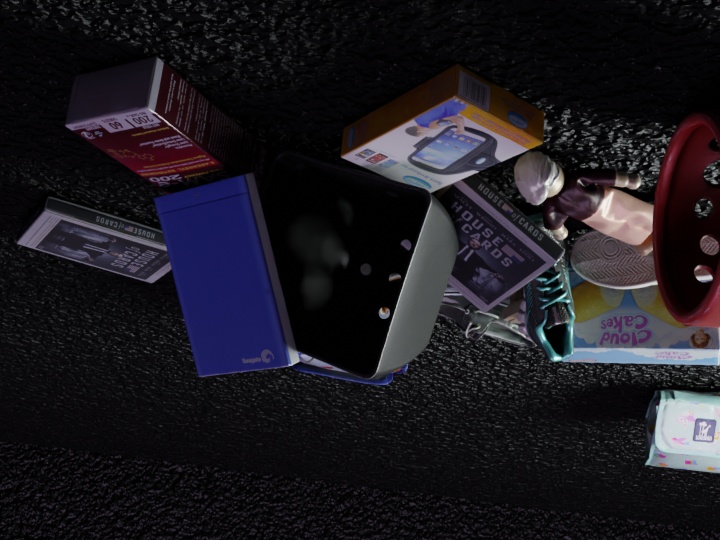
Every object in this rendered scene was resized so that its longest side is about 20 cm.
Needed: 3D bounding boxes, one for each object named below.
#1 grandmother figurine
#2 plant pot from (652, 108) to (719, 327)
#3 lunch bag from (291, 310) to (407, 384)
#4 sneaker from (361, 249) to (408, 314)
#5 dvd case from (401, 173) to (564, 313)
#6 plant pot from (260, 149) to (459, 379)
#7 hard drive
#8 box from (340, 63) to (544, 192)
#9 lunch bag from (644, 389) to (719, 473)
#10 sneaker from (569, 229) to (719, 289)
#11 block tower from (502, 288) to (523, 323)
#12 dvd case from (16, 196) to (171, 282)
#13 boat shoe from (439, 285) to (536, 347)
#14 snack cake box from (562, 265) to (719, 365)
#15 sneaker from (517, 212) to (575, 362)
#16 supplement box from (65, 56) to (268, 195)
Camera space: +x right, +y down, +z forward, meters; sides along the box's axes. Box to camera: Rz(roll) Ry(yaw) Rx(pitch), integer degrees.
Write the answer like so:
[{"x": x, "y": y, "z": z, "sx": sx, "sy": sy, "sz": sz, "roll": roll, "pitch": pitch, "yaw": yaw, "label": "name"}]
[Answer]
[{"x": 0.245, "y": -0.075, "z": 1.149, "sx": 0.199, "sy": 0.061, "sz": 0.121, "roll": 22, "pitch": 127, "yaw": -28, "label": "grandmother figurine"}, {"x": 0.388, "y": -0.043, "z": 0.987, "sx": 0.181, "sy": 0.202, "sz": 0.201, "roll": 5, "pitch": 159, "yaw": -4, "label": "plant pot"}, {"x": -0.019, "y": 0.101, "z": 1.587, "sx": 0.169, "sy": 0.125, "sz": 0.200, "roll": 9, "pitch": 173, "yaw": -6, "label": "lunch bag"}, {"x": -0.004, "y": 0.011, "z": 1.374, "sx": 0.199, "sy": 0.085, "sz": 0.073, "roll": 2, "pitch": 132, "yaw": 1, "label": "sneaker"}, {"x": 0.132, "y": -0.031, "z": 1.235, "sx": 0.150, "sy": 0.025, "sz": 0.200, "roll": 40, "pitch": 155, "yaw": -1, "label": "dvd case"}, {"x": 0.000, "y": 0.000, "z": 1.184, "sx": 0.199, "sy": 0.201, "sz": 0.177, "roll": 18, "pitch": -179, "yaw": 28, "label": "plant pot"}, {"x": -0.143, "y": 0.008, "z": 1.125, "sx": 0.131, "sy": 0.201, "sz": 0.025, "roll": -10, "pitch": -174, "yaw": 35, "label": "hard drive"}, {"x": 0.072, "y": -0.132, "z": 1.069, "sx": 0.119, "sy": 0.042, "sz": 0.200, "roll": 21, "pitch": 153, "yaw": -32, "label": "box"}, {"x": 0.585, "y": 0.269, "z": 1.839, "sx": 0.169, "sy": 0.123, "sz": 0.200, "roll": 5, "pitch": 151, "yaw": 9, "label": "lunch bag"}, {"x": 0.351, "y": -0.013, "z": 1.255, "sx": 0.199, "sy": 0.075, "sz": 0.084, "roll": 3, "pitch": 179, "yaw": 33, "label": "sneaker"}, {"x": 0.297, "y": 0.056, "z": 1.464, "sx": 0.199, "sy": 0.058, "sz": 0.054, "roll": 11, "pitch": 158, "yaw": -18, "label": "block tower"}, {"x": -0.345, "y": -0.038, "z": 1.430, "sx": 0.199, "sy": 0.025, "sz": 0.150, "roll": 18, "pitch": 156, "yaw": -26, "label": "dvd case"}, {"x": 0.168, "y": 0.063, "z": 1.493, "sx": 0.199, "sy": 0.071, "sz": 0.072, "roll": 11, "pitch": 159, "yaw": -10, "label": "boat shoe"}, {"x": 0.356, "y": 0.057, "z": 1.363, "sx": 0.199, "sy": 0.116, "sz": 0.067, "roll": -1, "pitch": 158, "yaw": 17, "label": "snack cake box"}, {"x": 0.228, "y": 0.025, "z": 1.269, "sx": 0.077, "sy": 0.091, "sz": 0.201, "roll": -17, "pitch": 125, "yaw": -2, "label": "sneaker"}, {"x": -0.195, "y": -0.137, "z": 1.103, "sx": 0.108, "sy": 0.061, "sz": 0.200, "roll": -6, "pitch": 157, "yaw": 29, "label": "supplement box"}]
